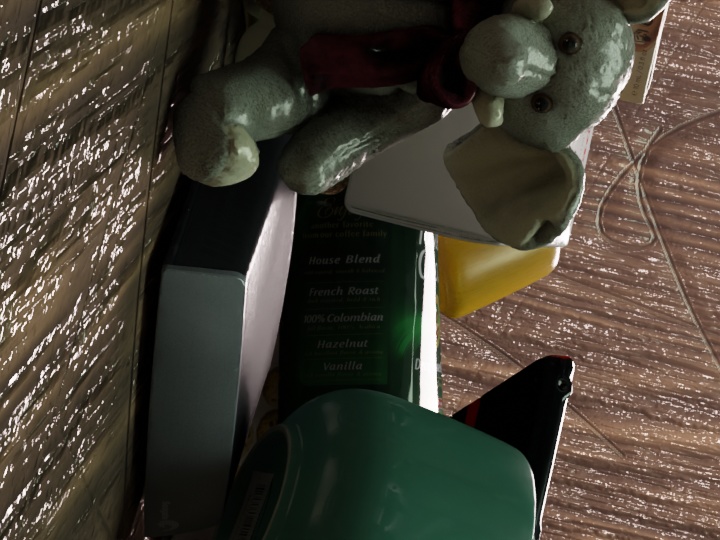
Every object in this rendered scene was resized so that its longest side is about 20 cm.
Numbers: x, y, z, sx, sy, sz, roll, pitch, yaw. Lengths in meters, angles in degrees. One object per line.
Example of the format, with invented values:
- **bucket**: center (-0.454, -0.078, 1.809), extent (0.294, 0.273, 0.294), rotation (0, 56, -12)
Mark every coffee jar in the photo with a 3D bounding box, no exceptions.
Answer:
- **coffee jar**: center (0.000, 0.000, 1.488), extent (0.104, 0.085, 0.200), rotation (13, 75, -74)

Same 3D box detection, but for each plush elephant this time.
- **plush elephant**: center (0.040, -0.097, 1.116), extent (0.200, 0.155, 0.165), rotation (-2, 109, -58)

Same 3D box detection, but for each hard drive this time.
- **hard drive**: center (-0.065, 0.023, 1.247), extent (0.200, 0.042, 0.135), rotation (99, 6, -49)

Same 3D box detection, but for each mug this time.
- **mug**: center (-0.003, 0.143, 1.268), extent (0.152, 0.114, 0.185), rotation (-56, -161, 31)

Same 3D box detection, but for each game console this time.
- **game console**: center (0.048, 0.154, 1.349), extent (0.177, 0.031, 0.200), rotation (-37, -146, 58)

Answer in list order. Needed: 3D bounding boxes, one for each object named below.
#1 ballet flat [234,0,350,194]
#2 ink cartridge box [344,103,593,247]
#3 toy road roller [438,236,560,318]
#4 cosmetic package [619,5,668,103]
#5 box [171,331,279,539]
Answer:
- **ballet flat**: center (-0.036, -0.088, 1.267), extent (0.065, 0.071, 0.200), rotation (-44, 157, -26)
- **ink cartridge box**: center (0.066, -0.089, 1.360), extent (0.200, 0.086, 0.148), rotation (0, 103, -76)
- **toy road roller**: center (0.052, -0.067, 1.613), extent (0.123, 0.146, 0.200), rotation (-26, 147, -22)
- **cosmetic package**: center (0.093, -0.185, 1.684), extent (0.087, 0.200, 0.103), rotation (98, 5, -46)
- **box**: center (-0.062, 0.080, 1.504), extent (0.200, 0.041, 0.039), rotation (-72, 173, -47)
